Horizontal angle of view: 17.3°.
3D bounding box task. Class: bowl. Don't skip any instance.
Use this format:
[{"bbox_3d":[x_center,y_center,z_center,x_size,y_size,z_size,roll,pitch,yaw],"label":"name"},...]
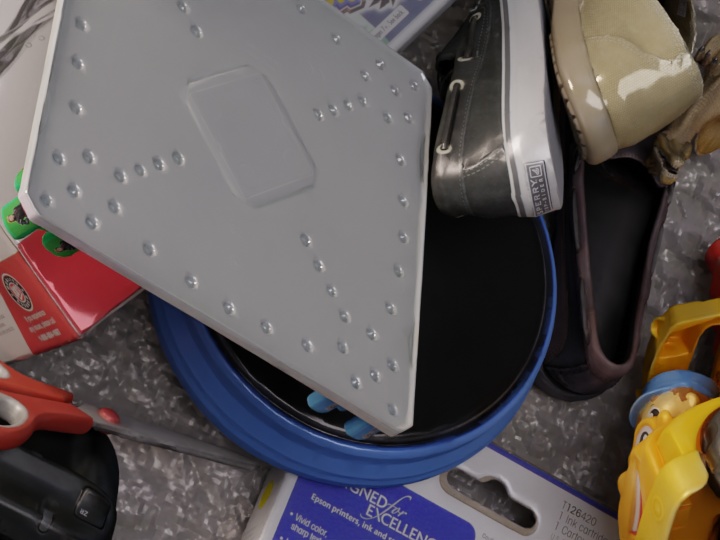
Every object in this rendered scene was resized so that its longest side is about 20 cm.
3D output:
[{"bbox_3d":[0.000,0.000,1.106,0.200,0.039,0.201,7,68,-19],"label":"bowl"}]

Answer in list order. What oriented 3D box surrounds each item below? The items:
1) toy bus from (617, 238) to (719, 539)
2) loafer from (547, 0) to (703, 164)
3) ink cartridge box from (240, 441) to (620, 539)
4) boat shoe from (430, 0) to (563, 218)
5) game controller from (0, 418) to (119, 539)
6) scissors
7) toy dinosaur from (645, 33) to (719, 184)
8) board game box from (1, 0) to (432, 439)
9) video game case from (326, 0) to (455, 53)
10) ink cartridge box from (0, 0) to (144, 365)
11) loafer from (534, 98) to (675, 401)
[{"bbox_3d":[0.198,0.065,1.142,0.200,0.136,0.192,-12,50,-18],"label":"toy bus"},{"bbox_3d":[0.124,-0.124,1.126,0.068,0.076,0.200,-11,42,8],"label":"loafer"},{"bbox_3d":[0.029,0.175,1.107,0.197,0.047,0.200,30,62,-14],"label":"ink cartridge box"},{"bbox_3d":[0.062,-0.090,1.108,0.056,0.200,0.069,-9,122,9],"label":"boat shoe"},{"bbox_3d":[-0.192,0.062,1.018,0.200,0.104,0.042,30,104,-15],"label":"game controller"},{"bbox_3d":[-0.125,0.060,1.053,0.200,0.073,0.014,11,114,-52],"label":"scissors"},{"bbox_3d":[0.203,-0.100,1.181,0.200,0.101,0.058,-20,53,-44],"label":"toy dinosaur"},{"bbox_3d":[-0.053,-0.051,0.981,0.200,0.026,0.200,33,45,-31],"label":"board game box"},{"bbox_3d":[-0.060,-0.152,1.104,0.182,0.023,0.200,43,65,3],"label":"video game case"},{"bbox_3d":[-0.166,-0.067,1.013,0.083,0.147,0.200,-38,98,-22],"label":"ink cartridge box"},{"bbox_3d":[0.128,-0.035,1.167,0.072,0.063,0.200,13,78,-20],"label":"loafer"}]
